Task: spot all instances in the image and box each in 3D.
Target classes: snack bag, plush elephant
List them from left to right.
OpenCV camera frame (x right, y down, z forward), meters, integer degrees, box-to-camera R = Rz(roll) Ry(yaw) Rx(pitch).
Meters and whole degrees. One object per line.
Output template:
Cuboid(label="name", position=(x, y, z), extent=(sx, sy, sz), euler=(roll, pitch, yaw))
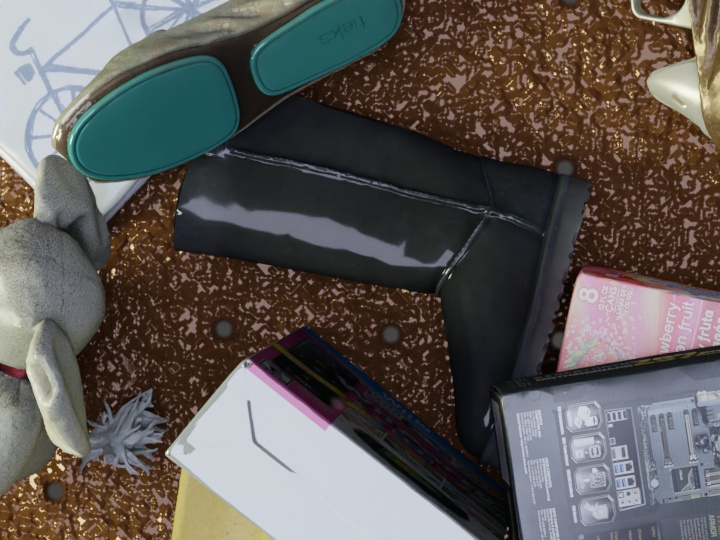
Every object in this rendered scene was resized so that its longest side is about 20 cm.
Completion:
Cuboid(label="plush elephant", position=(-0.187, 0.036, 1.315), extent=(0.199, 0.165, 0.155), euler=(2, 134, -9))
Cuboid(label="snack bag", position=(-0.152, -0.148, 1.379), extent=(0.200, 0.021, 0.189), euler=(42, 95, 2))

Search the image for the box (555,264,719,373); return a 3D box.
Cuboid(label="box", position=(0.134, 0.104, 1.321), extent=(0.094, 0.103, 0.201), euler=(12, 94, 5))

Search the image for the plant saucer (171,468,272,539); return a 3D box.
Cuboid(label="plant saucer", position=(-0.027, 0.211, 1.297), extent=(0.200, 0.048, 0.201), euler=(42, 134, 40))

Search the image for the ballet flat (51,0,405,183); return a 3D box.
Cuboid(label="ballet flat", position=(-0.070, -0.103, 1.324), extent=(0.199, 0.062, 0.068), euler=(-25, 127, -18))

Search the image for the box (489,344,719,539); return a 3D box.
Cuboid(label="box", position=(0.152, 0.140, 1.244), extent=(0.157, 0.051, 0.201), euler=(-9, 94, -3))

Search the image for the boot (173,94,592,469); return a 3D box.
Cuboid(label="boot", position=(0.000, -0.001, 1.329), extent=(0.199, 0.066, 0.165), euler=(17, 62, 1))

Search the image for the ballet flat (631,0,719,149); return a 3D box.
Cuboid(label="ballet flat", position=(0.173, -0.127, 1.332), extent=(0.072, 0.068, 0.201), euler=(-12, 91, 26))

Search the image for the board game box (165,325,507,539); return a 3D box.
Cuboid(label="board game box", position=(-0.003, 0.100, 1.284), extent=(0.147, 0.200, 0.064), euler=(39, 95, 3))
